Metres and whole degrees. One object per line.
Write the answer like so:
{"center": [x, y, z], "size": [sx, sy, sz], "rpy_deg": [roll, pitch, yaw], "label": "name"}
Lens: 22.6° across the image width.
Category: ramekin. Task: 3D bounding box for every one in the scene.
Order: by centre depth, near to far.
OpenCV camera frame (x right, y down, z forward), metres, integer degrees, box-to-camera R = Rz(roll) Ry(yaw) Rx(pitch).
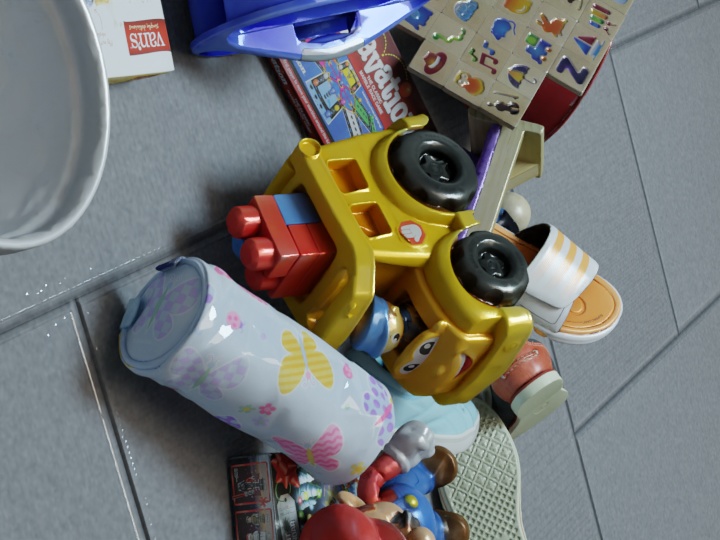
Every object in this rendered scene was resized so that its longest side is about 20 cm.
{"center": [-0.240, -0.101, 0.986], "size": [0.200, 0.105, 0.201], "rpy_deg": [26, 60, -55], "label": "ramekin"}

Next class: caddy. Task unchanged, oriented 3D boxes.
{"center": [-0.034, -0.203, 1.298], "size": [0.199, 0.141, 0.105], "rpy_deg": [-16, 89, -28], "label": "caddy"}

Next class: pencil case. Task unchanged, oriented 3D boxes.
{"center": [-0.068, 0.071, 1.204], "size": [0.200, 0.091, 0.083], "rpy_deg": [34, 49, -35], "label": "pencil case"}

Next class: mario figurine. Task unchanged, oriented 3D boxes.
{"center": [0.038, 0.187, 1.282], "size": [0.123, 0.106, 0.200], "rpy_deg": [45, 22, 9], "label": "mario figurine"}

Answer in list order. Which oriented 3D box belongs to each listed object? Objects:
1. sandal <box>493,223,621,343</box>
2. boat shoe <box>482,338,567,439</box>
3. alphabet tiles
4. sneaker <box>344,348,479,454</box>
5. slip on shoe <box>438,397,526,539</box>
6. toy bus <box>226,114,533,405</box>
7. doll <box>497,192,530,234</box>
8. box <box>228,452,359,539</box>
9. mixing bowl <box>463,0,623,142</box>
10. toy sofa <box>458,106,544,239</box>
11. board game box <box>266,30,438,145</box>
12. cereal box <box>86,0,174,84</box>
{"center": [0.133, -0.010, 1.513], "size": [0.206, 0.059, 0.079], "rpy_deg": [29, 56, -5], "label": "sandal"}
{"center": [0.135, 0.100, 1.555], "size": [0.063, 0.071, 0.200], "rpy_deg": [51, -6, 15], "label": "boat shoe"}
{"center": [0.123, -0.208, 1.484], "size": [0.167, 0.008, 0.200], "rpy_deg": [30, 57, 2], "label": "alphabet tiles"}
{"center": [0.045, 0.095, 1.411], "size": [0.200, 0.074, 0.082], "rpy_deg": [6, 111, -59], "label": "sneaker"}
{"center": [0.107, 0.207, 1.527], "size": [0.061, 0.074, 0.201], "rpy_deg": [132, -58, -80], "label": "slip on shoe"}
{"center": [0.000, 0.000, 1.282], "size": [0.192, 0.136, 0.200], "rpy_deg": [-8, 60, -39], "label": "toy bus"}
{"center": [0.114, -0.008, 1.606], "size": [0.137, 0.048, 0.200], "rpy_deg": [62, 35, -25], "label": "doll"}
{"center": [-0.033, 0.231, 1.298], "size": [0.137, 0.040, 0.201], "rpy_deg": [6, 76, -58], "label": "box"}
{"center": [0.134, -0.217, 1.598], "size": [0.108, 0.200, 0.201], "rpy_deg": [22, 57, -19], "label": "mixing bowl"}
{"center": [0.077, -0.029, 1.448], "size": [0.083, 0.097, 0.201], "rpy_deg": [77, 30, -66], "label": "toy sofa"}
{"center": [-0.012, -0.154, 1.426], "size": [0.103, 0.019, 0.200], "rpy_deg": [-44, 122, -25], "label": "board game box"}
{"center": [-0.193, -0.219, 1.163], "size": [0.144, 0.039, 0.201], "rpy_deg": [-19, 98, -59], "label": "cereal box"}
